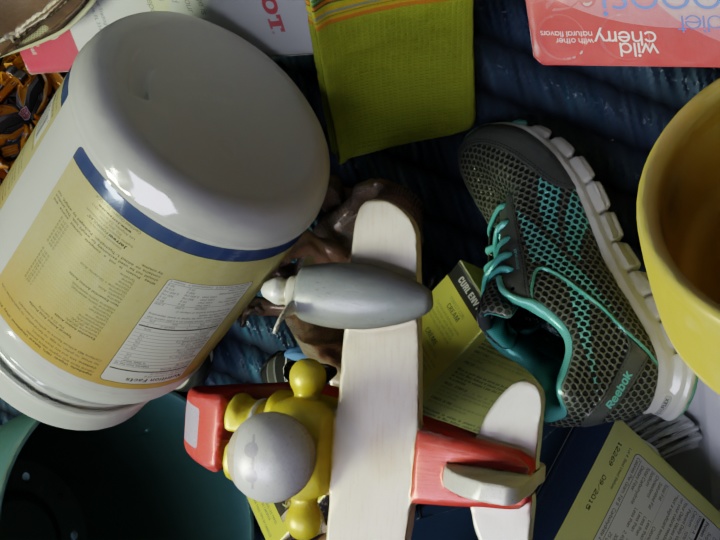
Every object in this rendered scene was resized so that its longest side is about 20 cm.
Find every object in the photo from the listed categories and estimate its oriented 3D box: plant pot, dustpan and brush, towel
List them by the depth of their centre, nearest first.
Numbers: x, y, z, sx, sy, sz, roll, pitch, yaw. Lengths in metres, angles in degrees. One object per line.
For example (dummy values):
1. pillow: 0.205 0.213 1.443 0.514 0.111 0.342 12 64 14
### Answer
1. plant pot: 0.248 0.020 0.852 0.199 0.202 0.190 3 140 25
2. towel: 0.018 -0.117 0.895 0.085 0.018 0.200 -11 153 -1
3. dustpan and brush: 0.122 0.086 1.035 0.199 0.057 0.140 19 137 35
4. plant pot: -0.198 0.183 1.195 0.160 0.201 0.201 -13 117 49

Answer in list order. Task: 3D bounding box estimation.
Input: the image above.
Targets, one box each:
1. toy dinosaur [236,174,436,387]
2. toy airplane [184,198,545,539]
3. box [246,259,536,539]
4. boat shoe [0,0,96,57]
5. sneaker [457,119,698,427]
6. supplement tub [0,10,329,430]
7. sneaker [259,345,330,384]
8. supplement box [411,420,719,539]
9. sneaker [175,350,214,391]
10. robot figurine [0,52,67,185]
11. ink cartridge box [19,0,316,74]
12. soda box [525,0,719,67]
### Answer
1. toy dinosaur: 0.000 0.000 1.004 0.135 0.086 0.200 12 137 -19
2. toy airplane: -0.004 0.096 0.889 0.199 0.141 0.201 -44 64 29
3. box: 0.025 0.088 1.013 0.075 0.050 0.200 21 119 -43
4. boat shoe: -0.211 -0.136 0.935 0.202 0.075 0.075 -23 112 40
5. sneaker: 0.094 0.000 0.927 0.201 0.091 0.078 58 150 31
6. supplement tub: -0.120 -0.020 0.923 0.144 0.145 0.200 39 129 -2
7. sneaker: -0.014 0.132 1.146 0.082 0.071 0.201 8 126 40
8. supplement box: 0.121 0.203 1.029 0.200 0.135 0.200 42 149 -13
9. sneaker: -0.185 0.019 1.140 0.200 0.080 0.074 38 130 -4
10. robot figurine: -0.183 -0.048 1.054 0.058 0.145 0.201 -1 133 43
11. ink cartridge box: -0.106 -0.192 0.944 0.199 0.084 0.146 1 124 28
12. soda box: 0.180 -0.141 0.845 0.198 0.064 0.070 3 124 25
